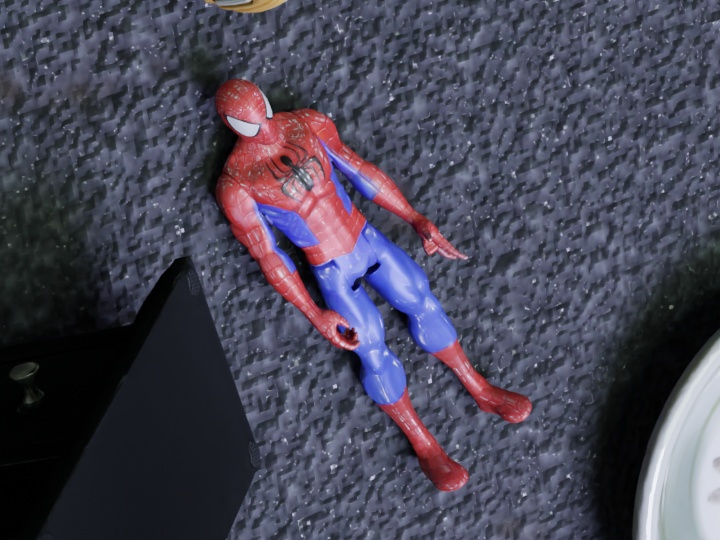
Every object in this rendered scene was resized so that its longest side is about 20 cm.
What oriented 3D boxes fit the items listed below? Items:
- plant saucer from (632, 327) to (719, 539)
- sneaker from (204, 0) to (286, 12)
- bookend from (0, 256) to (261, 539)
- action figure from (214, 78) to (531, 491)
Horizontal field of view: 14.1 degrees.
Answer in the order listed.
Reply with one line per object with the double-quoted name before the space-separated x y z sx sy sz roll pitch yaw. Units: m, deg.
"plant saucer" 0.193 0.095 1.308 0.199 0.050 0.202 -8 106 -30
"sneaker" -0.055 -0.200 1.078 0.088 0.075 0.201 -40 123 -37
"bookend" -0.160 0.095 1.047 0.200 0.197 0.093 -65 141 -59
"action figure" 0.000 0.000 1.167 0.065 0.052 0.200 -43 118 -12
